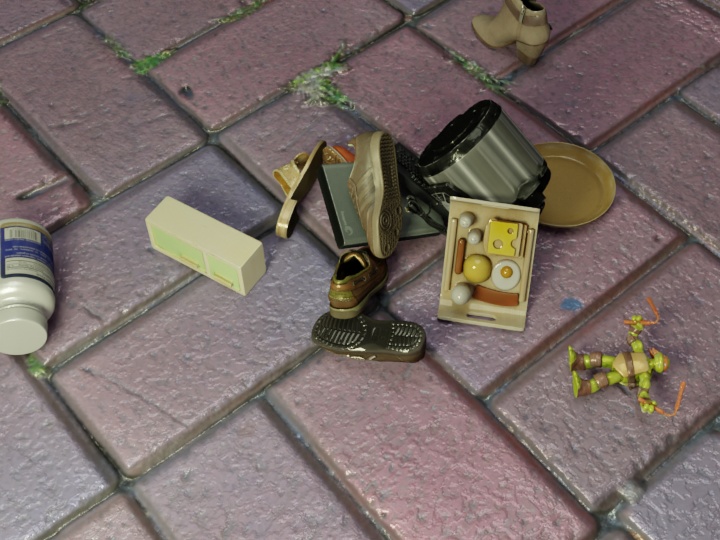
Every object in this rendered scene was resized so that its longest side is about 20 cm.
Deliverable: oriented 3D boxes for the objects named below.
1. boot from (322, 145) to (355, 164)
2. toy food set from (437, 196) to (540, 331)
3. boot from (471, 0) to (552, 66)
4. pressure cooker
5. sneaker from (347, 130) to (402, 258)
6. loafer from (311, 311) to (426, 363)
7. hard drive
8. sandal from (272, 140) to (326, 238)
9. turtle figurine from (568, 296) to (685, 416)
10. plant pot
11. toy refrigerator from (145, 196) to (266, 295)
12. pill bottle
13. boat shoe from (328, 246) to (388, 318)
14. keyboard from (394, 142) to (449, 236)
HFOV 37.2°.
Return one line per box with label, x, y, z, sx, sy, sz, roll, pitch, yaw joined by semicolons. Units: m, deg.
boot;0.022;-0.162;1.875;0.107;0.075;0.200;-37;68;-28
toy food set;0.201;-0.012;1.683;0.142;0.202;0.060;8;18;8
boot;0.293;-0.494;2.077;0.070;0.147;0.200;-36;59;-22
pressure cooker;0.215;-0.155;1.753;0.200;0.178;0.176;46;32;-16
sneaker;0.019;-0.121;1.715;0.075;0.202;0.070;0;1;37
loafer;0.014;0.115;1.656;0.198;0.071;0.073;9;59;29
hard drive;0.034;-0.115;1.773;0.198;0.033;0.141;-9;75;-30
sandal;-0.125;-0.155;1.864;0.069;0.078;0.213;16;59;9
turtle figurine;0.400;0.139;1.627;0.159;0.065;0.202;-6;60;6
plant pot;0.347;-0.146;1.878;0.198;0.028;0.202;-1;51;1
toy refrigerator;-0.259;-0.040;1.777;0.199;0.076;0.070;26;56;19
pill bottle;-0.548;0.027;1.703;0.118;0.120;0.201;-10;52;-7
boat shoe;0.000;0.000;1.705;0.071;0.069;0.200;1;27;14
keyboard;0.121;-0.121;1.781;0.021;0.199;0.128;-28;40;38
